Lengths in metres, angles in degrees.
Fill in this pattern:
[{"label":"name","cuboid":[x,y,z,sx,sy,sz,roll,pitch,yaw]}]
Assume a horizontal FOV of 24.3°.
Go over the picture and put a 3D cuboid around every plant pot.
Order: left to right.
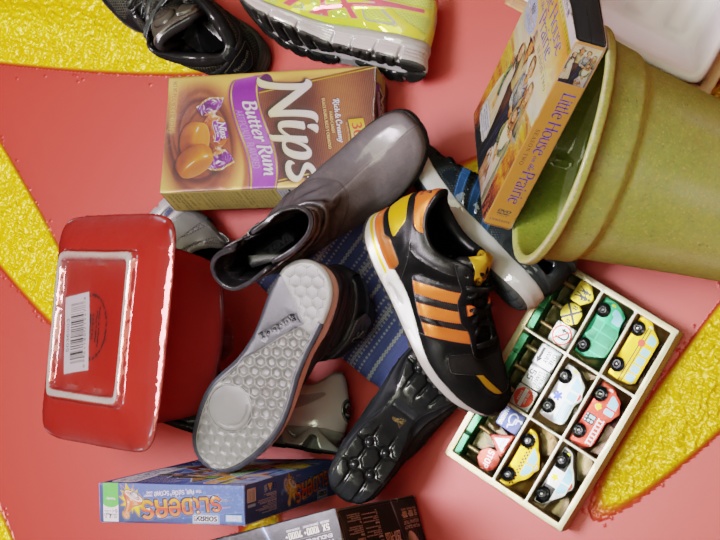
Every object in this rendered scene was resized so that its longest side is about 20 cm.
[{"label":"plant pot","cuboid":[0.243,-0.076,1.343,0.184,0.200,0.201,16,90,-8]}]

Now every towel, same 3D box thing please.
[{"label":"towel","cuboid":[0.000,0.000,1.525,0.200,0.024,0.145,40,100,22]}]

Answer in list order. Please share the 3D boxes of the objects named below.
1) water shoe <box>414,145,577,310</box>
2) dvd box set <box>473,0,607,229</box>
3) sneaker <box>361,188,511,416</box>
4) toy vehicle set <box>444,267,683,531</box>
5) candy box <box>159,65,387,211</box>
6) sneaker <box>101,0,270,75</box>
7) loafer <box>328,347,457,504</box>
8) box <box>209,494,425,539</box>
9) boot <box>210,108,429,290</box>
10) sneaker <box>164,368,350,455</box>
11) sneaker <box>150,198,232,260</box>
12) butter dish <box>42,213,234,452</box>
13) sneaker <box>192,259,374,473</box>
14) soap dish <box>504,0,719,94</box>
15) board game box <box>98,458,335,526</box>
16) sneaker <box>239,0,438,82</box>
[{"label":"water shoe","cuboid":[0.114,-0.052,1.460,0.079,0.072,0.200,-34,63,-6]},{"label":"dvd box set","cuboid":[0.143,-0.153,1.370,0.029,0.200,0.146,13,44,-13]},{"label":"sneaker","cuboid":[0.082,0.026,1.393,0.090,0.070,0.200,-30,89,39]},{"label":"toy vehicle set","cuboid":[0.175,0.107,1.442,0.124,0.027,0.200,31,96,21]},{"label":"candy box","cuboid":[-0.078,-0.119,1.522,0.200,0.056,0.117,-2,72,11]},{"label":"sneaker","cuboid":[-0.184,-0.246,1.568,0.199,0.114,0.076,38,96,22]},{"label":"loafer","cuboid":[0.042,0.119,1.470,0.068,0.070,0.201,39,82,-1]},{"label":"box","cuboid":[-0.048,0.255,1.418,0.164,0.200,0.086,-17,80,18]},{"label":"boot","cuboid":[-0.029,-0.053,1.403,0.200,0.132,0.070,-44,87,16]},{"label":"sneaker","cuboid":[-0.102,0.114,1.527,0.200,0.074,0.089,6,81,14]},{"label":"sneaker","cuboid":[-0.198,0.027,1.564,0.082,0.075,0.200,34,96,22]},{"label":"butter dish","cuboid":[-0.178,0.056,1.470,0.199,0.148,0.200,1,86,51]},{"label":"sneaker","cuboid":[-0.061,0.082,1.453,0.077,0.146,0.203,34,100,12]},{"label":"soap dish","cuboid":[0.247,-0.251,1.422,0.200,0.081,0.158,30,95,21]},{"label":"board game box","cuboid":[-0.120,0.190,1.451,0.135,0.200,0.035,-2,89,21]},{"label":"sneaker","cuboid":[-0.016,-0.239,1.531,0.200,0.078,0.090,19,80,18]}]
